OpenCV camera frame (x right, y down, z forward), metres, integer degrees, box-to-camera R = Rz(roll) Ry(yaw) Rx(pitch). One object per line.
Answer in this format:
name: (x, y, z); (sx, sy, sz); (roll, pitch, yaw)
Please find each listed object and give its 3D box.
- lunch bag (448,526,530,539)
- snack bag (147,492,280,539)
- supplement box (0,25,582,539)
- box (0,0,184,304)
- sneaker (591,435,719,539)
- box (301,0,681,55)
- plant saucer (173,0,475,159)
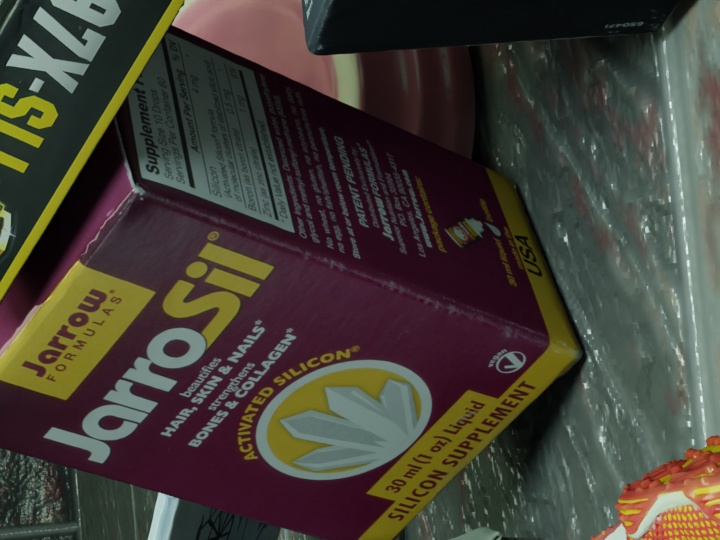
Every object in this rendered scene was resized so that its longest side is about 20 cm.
lunch bag: (-0.003, 0.202, 0.758); (0.118, 0.164, 0.200); (-161, 68, -71)
snack bag: (-0.081, 0.143, 1.055); (0.200, 0.021, 0.189); (-28, -44, -67)
supplement box: (-0.041, 0.009, 0.711); (0.131, 0.200, 0.103); (-48, 39, 30)
box: (-0.100, -0.107, 0.630); (0.200, 0.049, 0.160); (-55, 28, 22)
sneaker: (0.104, 0.088, 0.535); (0.077, 0.073, 0.200); (59, 162, 17)
box: (0.044, -0.191, 0.533); (0.200, 0.123, 0.199); (124, 139, -70)
plant saucer: (-0.042, -0.060, 0.854); (0.200, 0.051, 0.201); (-9, 76, 40)
